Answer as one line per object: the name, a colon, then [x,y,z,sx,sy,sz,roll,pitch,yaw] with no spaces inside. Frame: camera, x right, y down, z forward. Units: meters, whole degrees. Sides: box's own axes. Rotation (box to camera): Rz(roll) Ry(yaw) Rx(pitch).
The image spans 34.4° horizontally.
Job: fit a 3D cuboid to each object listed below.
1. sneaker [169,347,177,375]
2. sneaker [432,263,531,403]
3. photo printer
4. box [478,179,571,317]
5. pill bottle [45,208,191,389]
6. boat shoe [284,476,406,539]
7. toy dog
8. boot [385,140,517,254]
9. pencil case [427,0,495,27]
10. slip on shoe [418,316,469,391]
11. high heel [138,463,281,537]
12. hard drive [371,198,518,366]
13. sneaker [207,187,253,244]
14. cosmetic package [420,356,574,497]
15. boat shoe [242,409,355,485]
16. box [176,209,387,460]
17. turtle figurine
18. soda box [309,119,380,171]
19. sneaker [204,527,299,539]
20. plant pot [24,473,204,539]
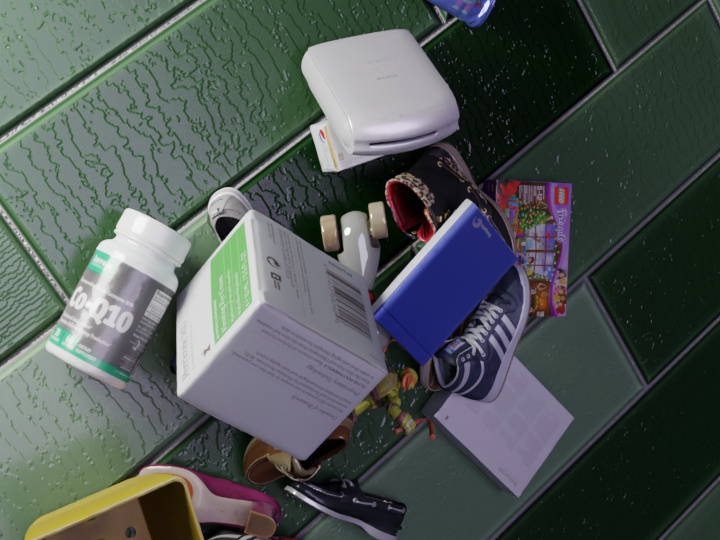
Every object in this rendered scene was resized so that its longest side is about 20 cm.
sneaker: [-0.168,0.156,1.542,0.199,0.079,0.090,36,89,-16]
sneaker: [0.166,0.083,1.620,0.107,0.070,0.203,12,96,-36]
photo printer: [0.029,-0.231,1.528,0.164,0.201,0.070,-13,137,-16]
box: [0.246,-0.032,1.734,0.135,0.039,0.204,0,94,-26]
pill bottle: [-0.297,0.034,1.443,0.112,0.113,0.202,30,81,-24]
boat shoe: [-0.019,0.319,1.620,0.199,0.075,0.061,31,81,-36]
toy dog: [0.000,0.000,1.596,0.130,0.096,0.204,11,100,3]
boot: [0.124,-0.073,1.607,0.202,0.073,0.150,58,39,-2]
pencil case: [0.104,-0.420,1.617,0.198,0.078,0.088,26,105,-25]
slip on shoe: [0.115,0.069,1.669,0.075,0.060,0.204,8,93,-43]
high heel: [-0.201,0.303,1.554,0.198,0.096,0.068,27,93,-4]
hard drive: [0.113,0.019,1.568,0.200,0.025,0.132,-48,130,-3]
sneaker: [-0.138,-0.010,1.521,0.074,0.082,0.201,-36,103,16]
cosmetic package: [0.205,0.214,1.725,0.200,0.051,0.151,45,74,-21]
boat shoe: [-0.084,0.234,1.518,0.075,0.200,0.075,27,40,-31]
box: [-0.102,0.078,1.423,0.199,0.200,0.172,30,115,-27]
turtle figurine: [0.017,0.174,1.577,0.159,0.201,0.065,-25,132,2]
soda box: [0.034,-0.198,1.609,0.198,0.063,0.069,-21,102,-22]
sneaker: [-0.151,0.384,1.559,0.199,0.097,0.072,8,97,-49]
plant pot: [-0.302,0.361,1.428,0.198,0.176,0.203,-21,103,-22]
